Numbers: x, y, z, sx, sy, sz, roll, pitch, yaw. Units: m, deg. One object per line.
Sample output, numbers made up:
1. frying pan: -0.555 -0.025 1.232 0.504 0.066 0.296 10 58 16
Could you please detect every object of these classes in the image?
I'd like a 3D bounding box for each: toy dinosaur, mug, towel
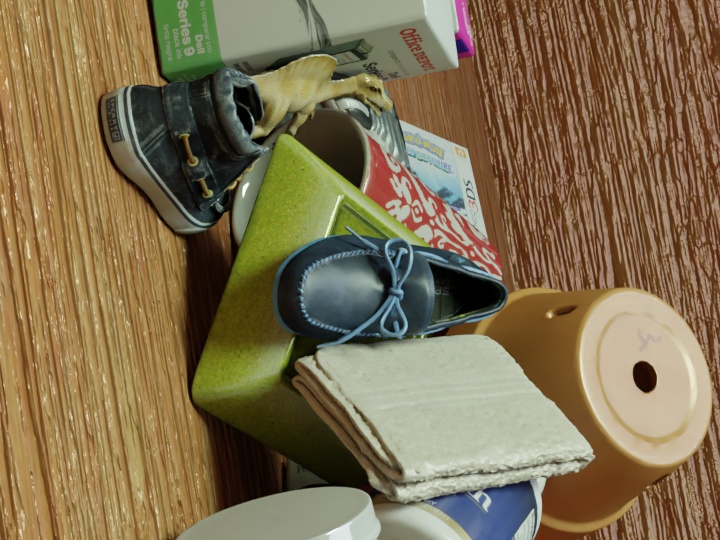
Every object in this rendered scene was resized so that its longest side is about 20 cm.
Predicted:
1. toy dinosaur: -0.065 -0.126 1.446 0.199 0.101 0.059 -5 64 -51
2. mug: -0.002 -0.009 1.593 0.200 0.177 0.134 33 20 -43
3. towel: 0.056 0.099 1.375 0.199 0.035 0.133 -2 40 -42

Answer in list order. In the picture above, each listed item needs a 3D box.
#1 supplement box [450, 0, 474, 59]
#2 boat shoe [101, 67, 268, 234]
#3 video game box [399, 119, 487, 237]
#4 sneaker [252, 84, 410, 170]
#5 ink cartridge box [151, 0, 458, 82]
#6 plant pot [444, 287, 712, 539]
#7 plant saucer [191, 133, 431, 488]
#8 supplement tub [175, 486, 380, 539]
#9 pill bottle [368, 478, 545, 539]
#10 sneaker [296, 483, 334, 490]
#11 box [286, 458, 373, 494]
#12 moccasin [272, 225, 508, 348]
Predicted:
1. supplement box: -0.017 -0.211 1.628 0.101 0.198 0.104 26 53 -77
2. boat shoe: -0.097 -0.077 1.347 0.200 0.090 0.071 45 35 -73
3. video game box: 0.021 -0.063 1.761 0.199 0.047 0.183 21 38 -31
4. sneaker: -0.034 -0.113 1.659 0.200 0.115 0.076 40 35 -68
5. ink cartridge box: -0.038 -0.185 1.484 0.146 0.198 0.085 35 45 -75
6. plant pot: 0.171 0.098 1.542 0.199 0.140 0.202 13 66 -32
7. plant saucer: -0.014 0.036 1.427 0.199 0.048 0.201 36 67 -47
8. supplement tub: -0.031 0.245 1.210 0.145 0.144 0.202 -54 132 -76
9. pill bottle: 0.061 0.175 1.403 0.200 0.110 0.112 -41 121 -60
10. sneaker: -0.040 0.188 1.411 0.200 0.078 0.080 -75 157 -65
11. box: 0.017 0.237 1.528 0.109 0.127 0.201 66 16 -46
12. moccasin: 0.026 0.007 1.378 0.199 0.068 0.081 -9 102 -48
